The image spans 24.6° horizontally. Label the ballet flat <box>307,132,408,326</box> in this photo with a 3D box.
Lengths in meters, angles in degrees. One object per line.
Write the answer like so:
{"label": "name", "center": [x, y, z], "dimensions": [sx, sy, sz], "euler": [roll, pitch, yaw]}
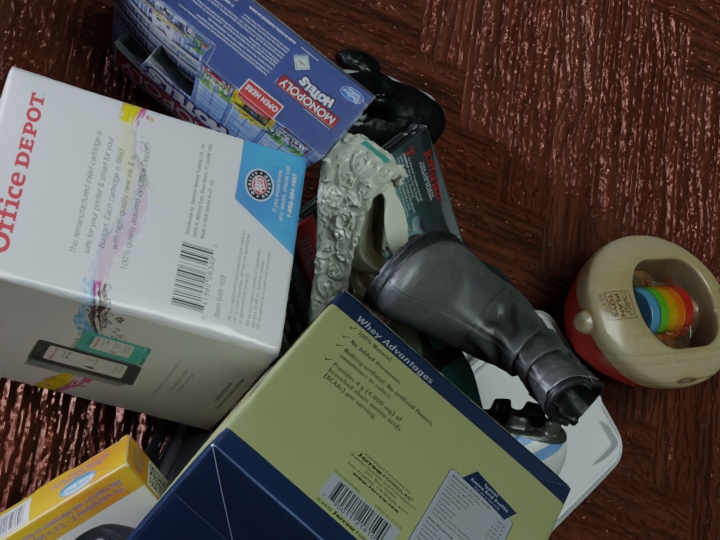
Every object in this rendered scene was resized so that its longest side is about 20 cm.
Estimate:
{"label": "ballet flat", "center": [0.000, 0.000, 1.155], "dimensions": [0.072, 0.072, 0.200], "euler": [-29, 135, -36]}

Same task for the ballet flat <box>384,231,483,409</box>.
{"label": "ballet flat", "center": [0.044, 0.069, 1.242], "dimensions": [0.074, 0.074, 0.200], "euler": [-17, 97, -36]}

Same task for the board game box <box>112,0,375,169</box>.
{"label": "board game box", "center": [-0.101, -0.126, 1.162], "dimensions": [0.200, 0.200, 0.062], "euler": [39, 70, 3]}

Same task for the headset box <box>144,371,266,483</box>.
{"label": "headset box", "center": [-0.066, 0.168, 1.168], "dimensions": [0.200, 0.075, 0.149], "euler": [35, 61, -24]}

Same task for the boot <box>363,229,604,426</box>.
{"label": "boot", "center": [0.095, 0.044, 1.132], "dimensions": [0.132, 0.070, 0.200], "euler": [47, 19, 27]}

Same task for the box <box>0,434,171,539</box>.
{"label": "box", "center": [-0.141, 0.214, 1.072], "dimensions": [0.119, 0.041, 0.200], "euler": [-32, 112, 9]}

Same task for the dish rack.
{"label": "dish rack", "center": [0.128, 0.135, 1.333], "dimensions": [0.200, 0.044, 0.172], "euler": [-38, 100, -36]}

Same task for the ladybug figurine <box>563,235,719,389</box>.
{"label": "ladybug figurine", "center": [0.238, 0.041, 1.401], "dimensions": [0.200, 0.072, 0.136], "euler": [2, 66, -45]}

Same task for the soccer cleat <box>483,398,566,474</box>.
{"label": "soccer cleat", "center": [0.052, 0.130, 1.169], "dimensions": [0.200, 0.070, 0.087], "euler": [11, 102, -16]}

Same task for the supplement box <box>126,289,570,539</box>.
{"label": "supplement box", "center": [-0.008, 0.157, 1.003], "dimensions": [0.200, 0.134, 0.200], "euler": [41, 33, 0]}

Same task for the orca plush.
{"label": "orca plush", "center": [-0.006, -0.139, 1.284], "dimensions": [0.200, 0.071, 0.105], "euler": [26, 65, -28]}

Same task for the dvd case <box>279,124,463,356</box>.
{"label": "dvd case", "center": [0.003, -0.002, 1.262], "dimensions": [0.200, 0.022, 0.146], "euler": [-39, 122, -33]}

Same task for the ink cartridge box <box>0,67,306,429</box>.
{"label": "ink cartridge box", "center": [-0.159, -0.009, 1.064], "dimensions": [0.200, 0.146, 0.147], "euler": [17, 59, -16]}
